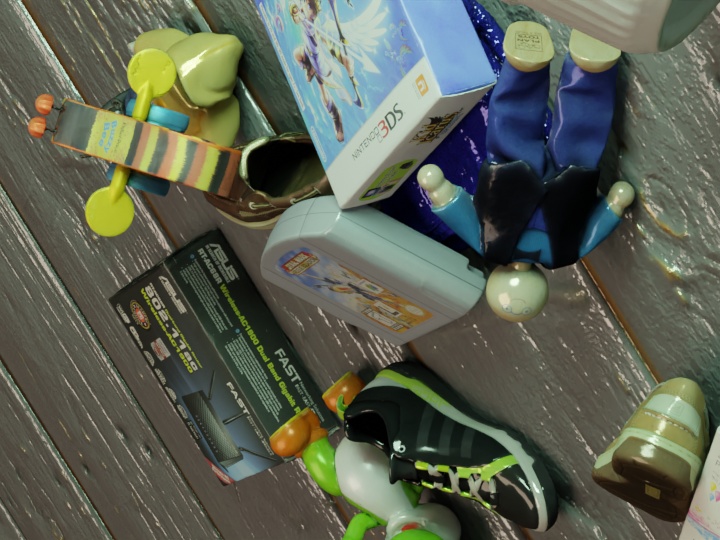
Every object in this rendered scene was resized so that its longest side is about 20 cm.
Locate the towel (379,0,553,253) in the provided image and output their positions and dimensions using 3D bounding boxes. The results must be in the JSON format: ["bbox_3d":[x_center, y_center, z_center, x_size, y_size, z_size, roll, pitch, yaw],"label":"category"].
[{"bbox_3d":[0.054,-0.087,1.579,0.148,0.049,0.200,57,154,-2],"label":"towel"}]

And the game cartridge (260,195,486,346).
[{"bbox_3d":[0.000,0.000,1.692,0.133,0.042,0.200,24,165,-10],"label":"game cartridge"}]

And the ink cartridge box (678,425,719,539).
[{"bbox_3d":[0.263,0.174,1.490,0.117,0.067,0.200,43,150,25],"label":"ink cartridge box"}]

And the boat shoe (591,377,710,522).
[{"bbox_3d":[0.197,0.110,1.538,0.071,0.076,0.200,24,169,3],"label":"boat shoe"}]

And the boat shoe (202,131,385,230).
[{"bbox_3d":[-0.058,-0.074,1.739,0.075,0.075,0.202,32,162,-37],"label":"boat shoe"}]

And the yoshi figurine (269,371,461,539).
[{"bbox_3d":[0.019,0.184,1.876,0.200,0.112,0.112,52,147,3],"label":"yoshi figurine"}]

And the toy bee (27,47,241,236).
[{"bbox_3d":[-0.182,-0.089,1.749,0.200,0.108,0.132,-14,68,48],"label":"toy bee"}]

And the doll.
[{"bbox_3d":[0.102,-0.055,1.461,0.049,0.136,0.201,-98,11,-53],"label":"doll"}]

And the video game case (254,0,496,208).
[{"bbox_3d":[-0.003,-0.165,1.538,0.201,0.045,0.181,67,152,13],"label":"video game case"}]

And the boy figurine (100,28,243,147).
[{"bbox_3d":[-0.136,-0.128,1.843,0.125,0.064,0.200,61,156,-1],"label":"boy figurine"}]

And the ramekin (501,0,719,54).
[{"bbox_3d":[0.150,-0.195,1.148,0.094,0.202,0.203,36,149,13],"label":"ramekin"}]

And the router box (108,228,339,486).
[{"bbox_3d":[-0.118,0.077,2.037,0.200,0.062,0.150,58,152,-1],"label":"router box"}]

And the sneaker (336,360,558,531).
[{"bbox_3d":[0.060,0.145,1.785,0.200,0.083,0.072,35,146,38],"label":"sneaker"}]
